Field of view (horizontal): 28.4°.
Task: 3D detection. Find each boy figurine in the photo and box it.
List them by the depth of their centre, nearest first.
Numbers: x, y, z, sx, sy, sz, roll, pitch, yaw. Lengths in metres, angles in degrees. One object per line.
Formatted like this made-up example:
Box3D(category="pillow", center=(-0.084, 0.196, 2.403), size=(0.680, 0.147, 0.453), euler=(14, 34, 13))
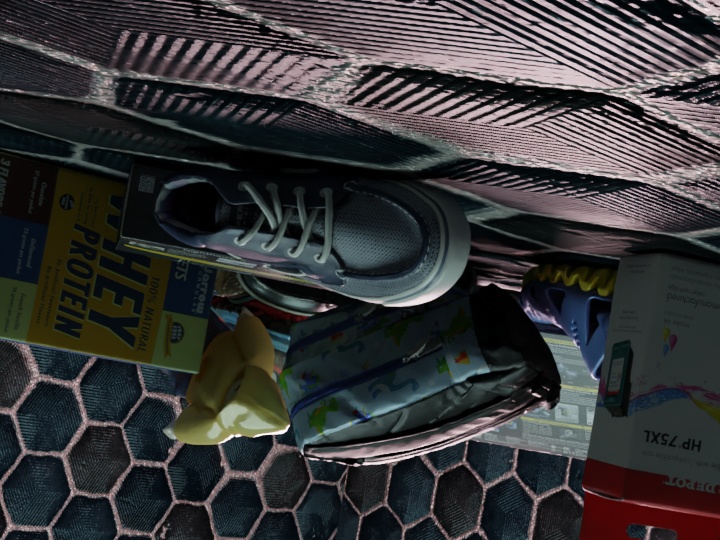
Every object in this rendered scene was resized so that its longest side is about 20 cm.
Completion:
Box3D(category="boy figurine", center=(-0.119, 0.092, 1.176), size=(0.064, 0.125, 0.200), euler=(37, 180, -31))

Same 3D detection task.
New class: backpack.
Box3D(category="backpack", center=(0.036, 0.080, 1.093), size=(0.199, 0.155, 0.163), euler=(-34, 163, 10))

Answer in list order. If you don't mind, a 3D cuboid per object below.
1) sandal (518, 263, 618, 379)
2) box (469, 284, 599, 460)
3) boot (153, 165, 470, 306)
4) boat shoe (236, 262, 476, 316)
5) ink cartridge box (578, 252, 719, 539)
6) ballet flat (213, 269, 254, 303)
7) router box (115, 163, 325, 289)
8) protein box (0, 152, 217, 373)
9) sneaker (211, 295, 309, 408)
Box3D(category="sandal", center=(0.185, 0.042, 1.087), size=(0.078, 0.089, 0.199), euler=(10, 179, -27))
Box3D(category="box", center=(0.161, 0.094, 1.238), size=(0.197, 0.049, 0.163), euler=(8, 137, 19))
Box3D(category="boot", center=(-0.034, -0.023, 0.816), size=(0.089, 0.074, 0.199), euler=(6, 180, -41))
Box3D(category="boat shoe", center=(0.000, 0.000, 1.153), size=(0.197, 0.074, 0.062), euler=(8, 165, -13))
Box3D(category="ink cartridge box", center=(0.219, 0.098, 0.946), size=(0.114, 0.203, 0.067), euler=(11, 176, -15))
Box3D(category="ballet flat", center=(-0.117, -0.012, 1.268), size=(0.070, 0.066, 0.200), euler=(-20, -173, -17))
Box3D(category="router box", center=(-0.075, -0.026, 1.026), size=(0.197, 0.053, 0.157), euler=(11, 176, -11))
Box3D(category="protein box", center=(-0.248, -0.005, 1.166), size=(0.198, 0.137, 0.198), euler=(13, 175, -32))
Box3D(category="sneaker", center=(-0.087, 0.073, 1.275), size=(0.078, 0.097, 0.200), euler=(-6, -168, -22))
